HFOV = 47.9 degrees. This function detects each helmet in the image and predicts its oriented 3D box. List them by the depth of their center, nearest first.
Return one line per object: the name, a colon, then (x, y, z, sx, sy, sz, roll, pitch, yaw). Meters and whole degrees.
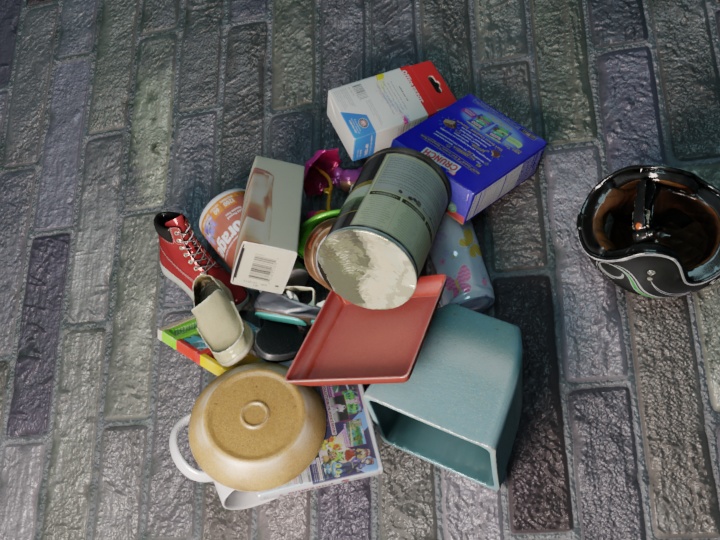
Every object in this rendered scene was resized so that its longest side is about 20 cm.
helmet: (0.433, -0.051, 1.169, 0.200, 0.190, 0.201, -34, 46, 44)

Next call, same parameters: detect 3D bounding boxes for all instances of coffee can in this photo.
coffee can: (0.039, -0.064, 1.178, 0.146, 0.147, 0.200, 7, 43, 18)

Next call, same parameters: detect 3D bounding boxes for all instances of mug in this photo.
mug: (-0.195, 0.260, 1.248, 0.199, 0.148, 0.176, -7, 56, -32)

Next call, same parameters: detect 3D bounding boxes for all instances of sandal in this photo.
sandal: (-0.131, 0.113, 1.298, 0.075, 0.201, 0.048, 10, 105, -6)

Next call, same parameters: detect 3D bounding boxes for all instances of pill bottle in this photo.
pill bottle: (-0.180, -0.039, 1.387, 0.112, 0.112, 0.200, -42, 65, -1)

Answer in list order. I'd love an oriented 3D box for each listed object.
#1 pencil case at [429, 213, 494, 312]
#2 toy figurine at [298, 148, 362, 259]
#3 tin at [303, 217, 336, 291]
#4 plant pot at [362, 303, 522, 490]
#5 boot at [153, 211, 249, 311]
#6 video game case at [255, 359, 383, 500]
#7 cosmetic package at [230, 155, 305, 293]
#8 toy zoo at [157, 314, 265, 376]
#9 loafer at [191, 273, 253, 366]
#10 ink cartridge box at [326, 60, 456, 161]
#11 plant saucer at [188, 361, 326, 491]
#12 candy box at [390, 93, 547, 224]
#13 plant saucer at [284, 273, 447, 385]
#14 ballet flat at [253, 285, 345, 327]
pencil case: (0.150, -0.023, 1.302, 0.091, 0.083, 0.201, -36, 59, 45)
toy figurine: (-0.026, -0.128, 1.378, 0.199, 0.150, 0.185, -5, 57, -9)
tin: (0.000, 0.000, 1.288, 0.112, 0.200, 0.042, -53, 25, 2)
plant pot: (0.145, 0.168, 1.184, 0.195, 0.197, 0.201, 19, 65, 21)
boot: (-0.276, -0.019, 1.386, 0.200, 0.145, 0.072, 30, 52, 23)
video game case: (-0.076, 0.220, 1.186, 0.181, 0.023, 0.201, -11, 56, -7)
cosmetic package: (-0.145, -0.075, 1.283, 0.087, 0.104, 0.201, 13, 44, -12)
toy zoo: (-0.218, 0.121, 1.325, 0.199, 0.131, 0.021, 24, 121, 34)
loafer: (-0.227, 0.075, 1.275, 0.076, 0.068, 0.200, -40, 39, 1)
ink cartridge box: (0.055, -0.280, 1.408, 0.199, 0.067, 0.117, -20, 65, -15)
plant saucer: (-0.149, 0.212, 1.157, 0.199, 0.036, 0.201, 0, 56, 0)
candy box: (0.171, -0.184, 1.308, 0.169, 0.077, 0.200, 39, 53, 25)
plant saucer: (0.015, 0.091, 1.149, 0.199, 0.037, 0.200, -7, 37, 31)
ballet flat: (-0.071, 0.063, 1.275, 0.199, 0.073, 0.073, 15, 76, 15)
